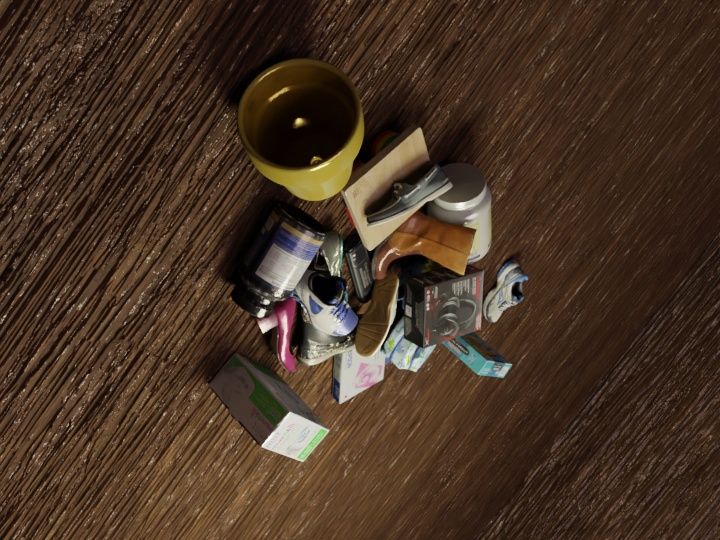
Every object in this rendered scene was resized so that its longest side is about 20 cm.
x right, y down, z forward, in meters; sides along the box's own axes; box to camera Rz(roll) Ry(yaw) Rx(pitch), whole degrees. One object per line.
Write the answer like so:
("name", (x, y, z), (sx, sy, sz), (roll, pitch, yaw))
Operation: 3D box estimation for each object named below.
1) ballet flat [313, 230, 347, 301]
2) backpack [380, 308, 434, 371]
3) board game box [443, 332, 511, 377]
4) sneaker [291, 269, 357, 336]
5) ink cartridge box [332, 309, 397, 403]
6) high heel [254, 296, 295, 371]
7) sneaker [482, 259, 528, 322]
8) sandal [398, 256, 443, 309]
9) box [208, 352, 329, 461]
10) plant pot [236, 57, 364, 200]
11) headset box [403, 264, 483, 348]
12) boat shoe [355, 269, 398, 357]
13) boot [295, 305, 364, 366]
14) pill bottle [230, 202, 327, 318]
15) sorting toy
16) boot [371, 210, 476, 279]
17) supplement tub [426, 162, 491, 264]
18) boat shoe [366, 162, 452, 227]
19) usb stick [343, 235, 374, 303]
("ballet flat", (-0.065, -0.003, 1.659), (0.063, 0.068, 0.201), (-10, 136, -6))
("backpack", (0.133, 0.144, 1.915), (0.199, 0.154, 0.163), (-32, 166, -27))
("board game box", (0.290, 0.203, 2.123), (0.151, 0.200, 0.047), (16, 111, -54))
("sneaker", (-0.063, 0.066, 1.606), (0.199, 0.115, 0.081), (47, 64, -34))
("ink cartridge box", (0.019, 0.214, 1.971), (0.199, 0.043, 0.197), (-26, 139, -28))
("high heel", (-0.148, 0.135, 1.674), (0.096, 0.068, 0.201), (-30, 140, -9))
("sneaker", (0.409, 0.074, 2.238), (0.077, 0.085, 0.201), (-14, 134, -40))
("sandal", (0.131, 0.009, 1.866), (0.201, 0.087, 0.080), (-56, 146, -30))
("box", (-0.192, 0.287, 1.660), (0.097, 0.200, 0.176), (-49, 145, -1))
("plant pot", (-0.086, -0.213, 1.316), (0.201, 0.201, 0.189), (-43, 161, -8))
("headset box", (0.196, 0.074, 1.805), (0.199, 0.077, 0.150), (-13, 114, -33))
("boat shoe", (0.047, 0.102, 1.797), (0.201, 0.070, 0.069), (-69, 160, -7))
("boot", (-0.055, 0.110, 1.759), (0.203, 0.073, 0.155), (-26, 137, -33))
("pill bottle", (-0.157, -0.016, 1.483), (0.112, 0.112, 0.201), (15, 111, -53))
("sorting toy", (0.046, -0.175, 1.597), (0.199, 0.070, 0.200), (-41, 145, -12))
("boot", (0.134, -0.036, 1.723), (0.069, 0.199, 0.190), (-58, 168, -71))
("supplement tub", (0.220, -0.125, 1.775), (0.145, 0.145, 0.201), (-36, 144, -19))
("boat shoe", (0.088, -0.148, 1.573), (0.199, 0.073, 0.062), (-29, 99, -17))
("usb stick", (0.000, 0.000, 1.748), (0.055, 0.032, 0.201), (-46, 147, -22))
